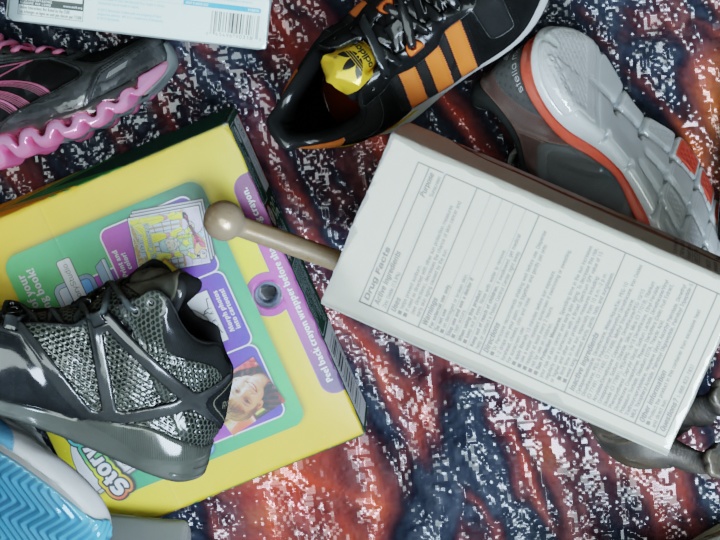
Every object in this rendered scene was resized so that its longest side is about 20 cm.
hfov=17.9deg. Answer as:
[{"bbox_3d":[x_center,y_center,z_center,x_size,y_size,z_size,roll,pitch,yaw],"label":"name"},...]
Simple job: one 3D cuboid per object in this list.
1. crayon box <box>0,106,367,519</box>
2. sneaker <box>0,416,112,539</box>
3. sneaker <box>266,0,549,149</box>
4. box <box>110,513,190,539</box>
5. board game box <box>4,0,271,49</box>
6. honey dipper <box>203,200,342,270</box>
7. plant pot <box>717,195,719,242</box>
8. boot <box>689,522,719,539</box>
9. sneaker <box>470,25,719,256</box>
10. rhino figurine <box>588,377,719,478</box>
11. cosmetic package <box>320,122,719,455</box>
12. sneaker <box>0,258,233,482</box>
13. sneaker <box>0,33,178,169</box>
[{"bbox_3d":[-0.113,0.032,1.322,0.172,0.058,0.200,-22,103,7],"label":"crayon box"},{"bbox_3d":[-0.212,0.098,1.289,0.200,0.081,0.077,28,128,25],"label":"sneaker"},{"bbox_3d":[0.025,-0.123,1.222,0.070,0.090,0.200,54,134,6],"label":"sneaker"},{"bbox_3d":[-0.202,0.250,1.312,0.199,0.131,0.199,5,122,0],"label":"box"},{"bbox_3d":[-0.112,-0.232,1.255,0.147,0.064,0.201,7,105,-2],"label":"board game box"},{"bbox_3d":[0.000,0.000,1.289,0.200,0.038,0.038,18,104,-24],"label":"honey dipper"},{"bbox_3d":[0.316,-0.086,1.216,0.199,0.177,0.200,0,104,-7],"label":"plant pot"},{"bbox_3d":[0.203,0.204,1.309,0.199,0.155,0.072,-13,103,4],"label":"boot"},{"bbox_3d":[0.137,-0.051,1.304,0.082,0.077,0.200,-22,113,39],"label":"sneaker"},{"bbox_3d":[0.139,0.035,1.299,0.087,0.060,0.200,-8,122,48],"label":"rhino figurine"},{"bbox_3d":[0.092,0.007,1.213,0.200,0.087,0.104,25,100,3],"label":"cosmetic package"},{"bbox_3d":[-0.161,0.032,1.256,0.199,0.076,0.115,20,103,-7],"label":"sneaker"},{"bbox_3d":[-0.204,-0.105,1.288,0.199,0.079,0.096,-20,91,4],"label":"sneaker"}]
